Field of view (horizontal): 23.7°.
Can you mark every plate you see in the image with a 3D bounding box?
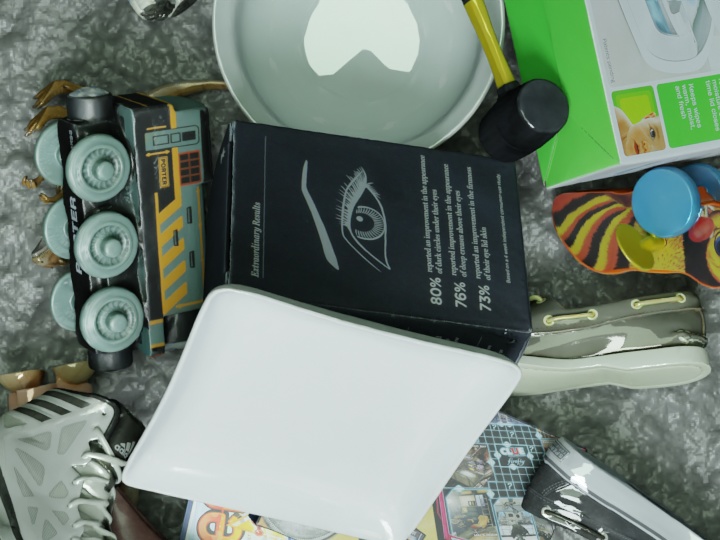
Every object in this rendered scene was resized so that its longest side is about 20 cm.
[{"bbox_3d":[-0.028,0.088,1.072,0.199,0.200,0.032,15,44,-15],"label":"plate"}]

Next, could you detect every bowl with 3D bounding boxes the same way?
[{"bbox_3d":[0.001,-0.166,1.196,0.200,0.090,0.202,0,88,3],"label":"bowl"}]

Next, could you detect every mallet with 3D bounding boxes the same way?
[{"bbox_3d":[0.081,-0.171,1.112,0.041,0.066,0.201,-19,91,-26],"label":"mallet"}]

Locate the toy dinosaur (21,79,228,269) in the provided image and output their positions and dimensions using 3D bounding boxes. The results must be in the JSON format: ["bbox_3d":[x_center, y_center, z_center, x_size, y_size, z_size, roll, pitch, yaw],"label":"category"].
[{"bbox_3d":[-0.181,-0.094,1.229,0.106,0.060,0.200,41,88,-25],"label":"toy dinosaur"}]

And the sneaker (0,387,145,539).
[{"bbox_3d":[-0.180,0.146,1.112,0.115,0.076,0.201,-40,51,-3],"label":"sneaker"}]

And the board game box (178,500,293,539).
[{"bbox_3d":[-0.059,0.191,1.212,0.135,0.034,0.201,12,88,2],"label":"board game box"}]

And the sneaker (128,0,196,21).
[{"bbox_3d":[-0.104,-0.272,1.213,0.200,0.078,0.090,-41,83,0],"label":"sneaker"}]

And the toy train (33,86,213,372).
[{"bbox_3d":[-0.155,-0.030,1.182,0.114,0.085,0.201,-12,108,-29],"label":"toy train"}]

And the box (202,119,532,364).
[{"bbox_3d":[0.000,0.000,1.117,0.199,0.104,0.148,8,51,-10],"label":"box"}]

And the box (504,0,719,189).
[{"bbox_3d":[0.195,-0.171,1.150,0.176,0.097,0.201,-11,88,-26],"label":"box"}]

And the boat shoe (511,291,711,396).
[{"bbox_3d":[0.140,0.049,1.194,0.201,0.072,0.061,-3,70,7],"label":"boat shoe"}]

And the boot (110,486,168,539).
[{"bbox_3d":[-0.117,0.214,1.155,0.200,0.072,0.167,-35,91,1],"label":"boot"}]

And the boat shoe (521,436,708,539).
[{"bbox_3d":[0.195,0.194,1.172,0.200,0.070,0.066,36,93,-14],"label":"boat shoe"}]

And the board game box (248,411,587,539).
[{"bbox_3d":[0.041,0.146,1.180,0.200,0.035,0.136,24,87,-13],"label":"board game box"}]

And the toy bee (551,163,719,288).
[{"bbox_3d":[0.223,-0.020,1.149,0.131,0.200,0.109,-9,87,-31],"label":"toy bee"}]

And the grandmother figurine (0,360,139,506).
[{"bbox_3d":[-0.213,0.169,1.210,0.121,0.061,0.201,-11,85,11],"label":"grandmother figurine"}]
